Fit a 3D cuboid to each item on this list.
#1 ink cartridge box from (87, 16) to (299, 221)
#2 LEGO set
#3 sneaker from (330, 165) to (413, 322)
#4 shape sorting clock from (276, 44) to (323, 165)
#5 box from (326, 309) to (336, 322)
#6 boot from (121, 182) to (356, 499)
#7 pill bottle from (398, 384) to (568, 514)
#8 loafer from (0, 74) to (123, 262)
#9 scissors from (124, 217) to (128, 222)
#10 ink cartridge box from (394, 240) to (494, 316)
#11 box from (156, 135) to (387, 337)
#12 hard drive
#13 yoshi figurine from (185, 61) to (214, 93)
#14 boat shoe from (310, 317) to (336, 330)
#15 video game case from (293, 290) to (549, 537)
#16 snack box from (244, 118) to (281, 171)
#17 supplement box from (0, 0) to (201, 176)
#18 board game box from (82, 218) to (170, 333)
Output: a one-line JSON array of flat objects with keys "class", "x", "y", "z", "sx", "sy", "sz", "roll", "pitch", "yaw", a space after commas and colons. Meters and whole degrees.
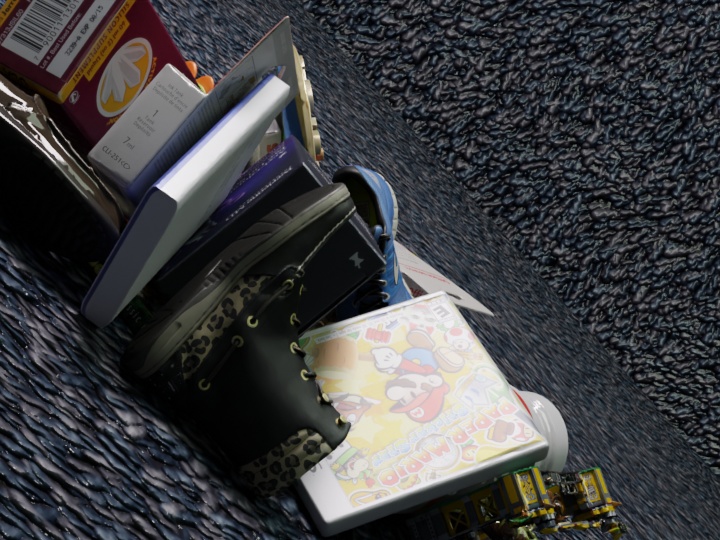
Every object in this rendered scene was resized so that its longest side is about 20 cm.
[{"class": "ink cartridge box", "x": -0.124, "y": -0.115, "z": 1.425, "sx": 0.045, "sy": 0.176, "sz": 0.200, "roll": 40, "pitch": -8, "yaw": 8}, {"class": "LEGO set", "x": 0.137, "y": 0.237, "z": 1.507, "sx": 0.200, "sy": 0.154, "sz": 0.116, "roll": 22, "pitch": 47, "yaw": -66}, {"class": "sneaker", "x": 0.000, "y": 0.000, "z": 1.625, "sx": 0.089, "sy": 0.078, "sz": 0.200, "roll": 36, "pitch": 41, "yaw": -70}, {"class": "shape sorting clock", "x": -0.053, "y": -0.104, "z": 1.655, "sx": 0.200, "sy": 0.039, "sz": 0.200, "roll": 177, "pitch": -90, "yaw": -84}, {"class": "box", "x": 0.016, "y": 0.104, "z": 1.771, "sx": 0.075, "sy": 0.050, "sz": 0.200, "roll": 38, "pitch": 15, "yaw": -41}, {"class": "boot", "x": -0.051, "y": 0.050, "z": 1.330, "sx": 0.154, "sy": 0.204, "sz": 0.073, "roll": 51, "pitch": -11, "yaw": -13}, {"class": "pill bottle", "x": 0.086, "y": 0.149, "z": 1.589, "sx": 0.200, "sy": 0.116, "sz": 0.116, "roll": 5, "pitch": 42, "yaw": -50}, {"class": "loafer", "x": -0.238, "y": -0.093, "z": 1.322, "sx": 0.200, "sy": 0.073, "sz": 0.071, "roll": 48, "pitch": 42, "yaw": -5}, {"class": "scissors", "x": -0.182, "y": -0.020, "z": 1.522, "sx": 0.200, "sy": 0.014, "sz": 0.073, "roll": 57, "pitch": 11, "yaw": 31}, {"class": "ink cartridge box", "x": 0.018, "y": 0.011, "z": 1.746, "sx": 0.200, "sy": 0.067, "sz": 0.117, "roll": 37, "pitch": 11, "yaw": 36}, {"class": "box", "x": -0.073, "y": -0.015, "z": 1.461, "sx": 0.104, "sy": 0.148, "sz": 0.200, "roll": 51, "pitch": 2, "yaw": -11}, {"class": "hard drive", "x": -0.126, "y": -0.054, "z": 1.347, "sx": 0.025, "sy": 0.132, "sz": 0.200, "roll": 36, "pitch": 35, "yaw": 1}, {"class": "yoshi figurine", "x": -0.175, "y": -0.100, "z": 1.670, "sx": 0.112, "sy": 0.112, "sz": 0.200, "roll": 116, "pitch": -42, "yaw": -56}, {"class": "boat shoe", "x": -0.006, "y": 0.085, "z": 1.694, "sx": 0.074, "sy": 0.069, "sz": 0.200, "roll": 33, "pitch": 19, "yaw": -55}, {"class": "video game case", "x": 0.021, "y": 0.109, "z": 1.468, "sx": 0.182, "sy": 0.200, "sz": 0.023, "roll": 57, "pitch": -27, "yaw": 36}, {"class": "snack box", "x": -0.093, "y": -0.066, "z": 1.684, "sx": 0.072, "sy": 0.024, "sz": 0.200, "roll": -119, "pitch": -158, "yaw": -44}, {"class": "supplement box", "x": -0.207, "y": -0.154, "z": 1.435, "sx": 0.086, "sy": 0.110, "sz": 0.200, "roll": 30, "pitch": -12, "yaw": 19}, {"class": "board game box", "x": -0.166, "y": 0.018, "z": 1.421, "sx": 0.200, "sy": 0.023, "sz": 0.105, "roll": 51, "pitch": 9, "yaw": 11}]
